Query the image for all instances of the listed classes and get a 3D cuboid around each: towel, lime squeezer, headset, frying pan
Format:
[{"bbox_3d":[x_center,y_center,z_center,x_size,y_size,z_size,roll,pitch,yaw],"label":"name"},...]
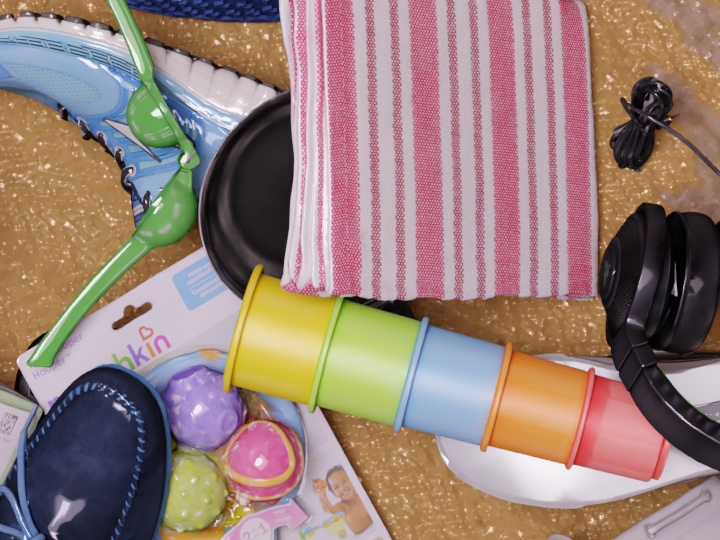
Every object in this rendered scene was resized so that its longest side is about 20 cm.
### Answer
[{"bbox_3d":[0.039,-0.059,1.059,0.030,0.199,0.147,-2,87,44],"label":"towel"},{"bbox_3d":[-0.106,-0.054,1.057,0.070,0.038,0.201,6,96,8],"label":"lime squeezer"},{"bbox_3d":[0.159,0.004,1.049,0.123,0.094,0.201,-10,65,-17],"label":"headset"},{"bbox_3d":[0.009,-0.015,1.087,0.190,0.031,0.115,31,99,-26],"label":"frying pan"}]

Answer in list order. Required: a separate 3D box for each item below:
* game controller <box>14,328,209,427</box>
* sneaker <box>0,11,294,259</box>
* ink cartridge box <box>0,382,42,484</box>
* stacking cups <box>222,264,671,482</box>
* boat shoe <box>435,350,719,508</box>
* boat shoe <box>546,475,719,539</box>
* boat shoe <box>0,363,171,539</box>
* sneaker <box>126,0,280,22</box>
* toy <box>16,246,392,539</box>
[{"bbox_3d":[-0.122,0.128,1.110,0.104,0.042,0.201,7,88,-8],"label":"game controller"},{"bbox_3d":[-0.102,-0.063,1.104,0.199,0.078,0.090,21,93,4],"label":"sneaker"},{"bbox_3d":[-0.248,0.121,1.090,0.145,0.048,0.201,26,88,35],"label":"ink cartridge box"},{"bbox_3d":[0.041,0.052,1.043,0.199,0.061,0.061,16,89,0],"label":"stacking cups"},{"bbox_3d":[0.135,0.072,1.089,0.199,0.064,0.071,-4,87,4],"label":"boat shoe"},{"bbox_3d":[0.096,0.155,1.076,0.199,0.074,0.066,-21,71,-24],"label":"boat shoe"},{"bbox_3d":[-0.141,0.139,1.041,0.084,0.069,0.201,25,106,16],"label":"boat shoe"},{"bbox_3d":[-0.030,-0.164,1.110,0.199,0.070,0.078,0,80,0],"label":"sneaker"},{"bbox_3d":[-0.059,0.099,1.079,0.115,0.047,0.201,-31,102,-16],"label":"toy"}]
